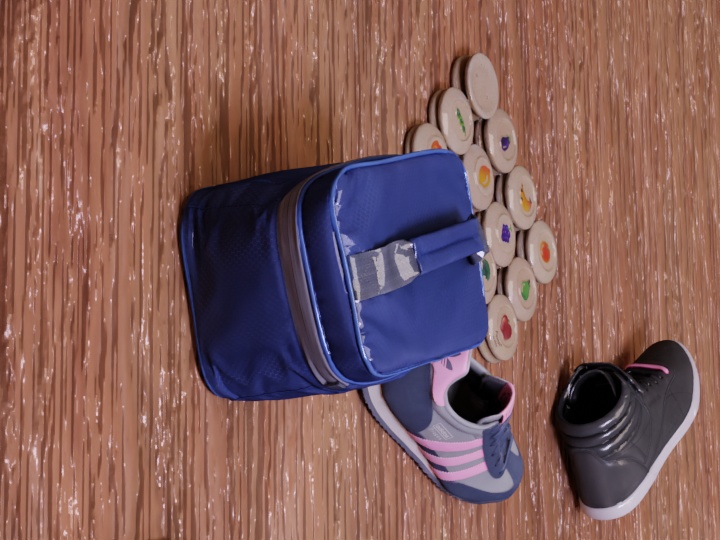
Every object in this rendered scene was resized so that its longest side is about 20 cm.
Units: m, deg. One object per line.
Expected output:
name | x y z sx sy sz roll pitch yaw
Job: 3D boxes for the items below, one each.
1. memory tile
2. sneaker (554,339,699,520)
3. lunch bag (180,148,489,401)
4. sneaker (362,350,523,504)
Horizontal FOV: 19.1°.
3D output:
memory tile | 0.094 -0.047 1.594 0.153 0.017 0.200 -56 131 -48
sneaker | 0.216 0.097 1.716 0.200 0.071 0.099 -56 135 -43
lunch bag | 0.000 0.000 1.309 0.200 0.132 0.136 -18 100 -59
sneaker | 0.079 0.106 1.470 0.200 0.082 0.070 42 49 -49
